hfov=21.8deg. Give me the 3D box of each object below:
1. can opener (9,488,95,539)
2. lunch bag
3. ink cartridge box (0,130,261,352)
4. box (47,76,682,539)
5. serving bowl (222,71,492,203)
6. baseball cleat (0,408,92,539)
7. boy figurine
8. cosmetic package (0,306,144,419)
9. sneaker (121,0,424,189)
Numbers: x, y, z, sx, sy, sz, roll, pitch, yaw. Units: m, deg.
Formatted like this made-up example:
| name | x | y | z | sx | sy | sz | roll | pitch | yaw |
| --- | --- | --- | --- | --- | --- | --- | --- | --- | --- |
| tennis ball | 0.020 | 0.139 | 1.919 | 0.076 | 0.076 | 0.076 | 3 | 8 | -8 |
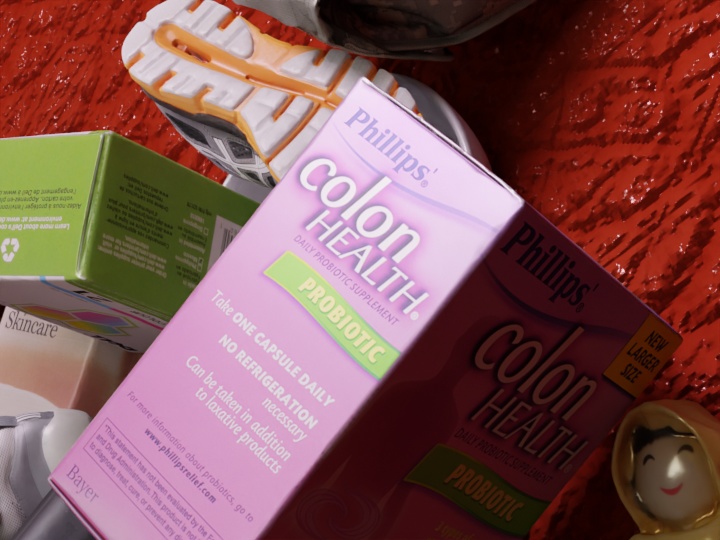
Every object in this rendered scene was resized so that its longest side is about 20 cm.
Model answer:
| name | x | y | z | sx | sy | sz | roll | pitch | yaw |
| --- | --- | --- | --- | --- | --- | --- | --- | --- | --- |
| can opener | -0.128 | 0.132 | 0.928 | 0.200 | 0.067 | 0.053 | -50 | 8 | 6 |
| lunch bag | 0.011 | -0.187 | 0.971 | 0.200 | 0.118 | 0.164 | -34 | 39 | -18 |
| ink cartridge box | -0.159 | -0.010 | 0.960 | 0.200 | 0.148 | 0.076 | -2 | 73 | 36 |
| box | 0.009 | 0.055 | 0.758 | 0.097 | 0.176 | 0.200 | 39 | 93 | 34 |
| serving bowl | 0.000 | 0.000 | 0.976 | 0.200 | 0.066 | 0.201 | -21 | 58 | 37 |
| baseball cleat | -0.179 | 0.168 | 0.995 | 0.070 | 0.106 | 0.201 | -138 | 46 | -70 |
| boy figurine | 0.143 | 0.145 | 0.766 | 0.124 | 0.064 | 0.201 | -19 | 60 | 42 |
| cosmetic package | -0.151 | 0.046 | 1.087 | 0.103 | 0.087 | 0.200 | 5 | 74 | 47 |
| sneaker | -0.032 | -0.070 | 0.945 | 0.200 | 0.077 | 0.078 | 35 | 72 | 30 |
